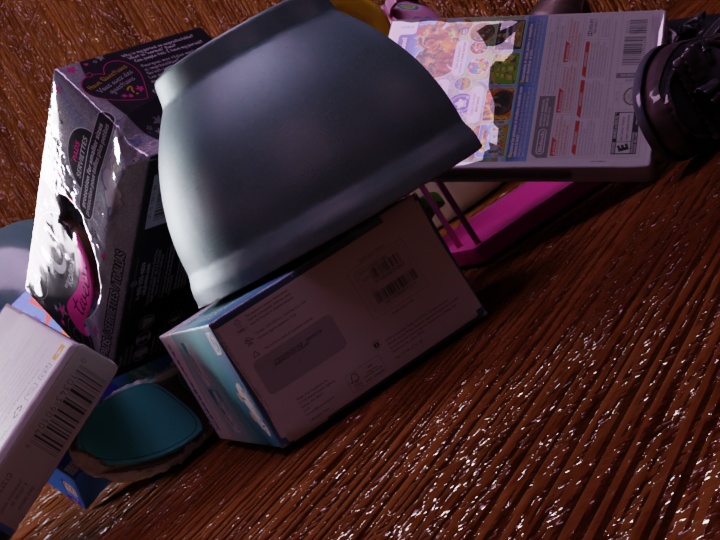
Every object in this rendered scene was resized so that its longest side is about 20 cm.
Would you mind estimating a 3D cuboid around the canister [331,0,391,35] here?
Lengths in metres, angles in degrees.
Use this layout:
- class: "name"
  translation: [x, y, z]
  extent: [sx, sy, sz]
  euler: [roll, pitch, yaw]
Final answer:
- class: "canister"
  translation: [-0.059, -0.132, 1.297]
  extent: [0.200, 0.086, 0.150]
  euler: [-21, 53, 60]

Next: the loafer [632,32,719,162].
- class: "loafer"
  translation: [0.233, -0.126, 1.036]
  extent: [0.063, 0.072, 0.200]
  euler: [-23, 6, 33]

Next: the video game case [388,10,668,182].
- class: "video game case"
  translation: [0.106, -0.120, 1.094]
  extent: [0.198, 0.018, 0.144]
  euler: [1, 54, 17]

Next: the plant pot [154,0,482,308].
- class: "plant pot"
  translation: [-0.043, -0.085, 0.971]
  extent: [0.199, 0.135, 0.200]
  euler: [-29, 4, 2]

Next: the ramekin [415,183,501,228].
- class: "ramekin"
  translation: [0.058, -0.095, 1.654]
  extent: [0.199, 0.098, 0.200]
  euler: [-31, 5, 3]

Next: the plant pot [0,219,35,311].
- class: "plant pot"
  translation: [-0.265, 0.053, 1.376]
  extent: [0.200, 0.161, 0.201]
  euler: [-39, -21, -18]

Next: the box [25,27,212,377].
- class: "box"
  translation: [-0.148, -0.048, 1.127]
  extent: [0.131, 0.115, 0.201]
  euler: [-23, -38, -38]

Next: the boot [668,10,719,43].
- class: "boot"
  translation: [0.306, -0.200, 1.243]
  extent: [0.200, 0.077, 0.168]
  euler: [-39, 10, -11]

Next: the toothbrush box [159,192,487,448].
- class: "toothbrush box"
  translation: [-0.030, 0.034, 0.985]
  extent: [0.146, 0.086, 0.200]
  euler: [-32, 3, -14]

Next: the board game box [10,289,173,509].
- class: "board game box"
  translation: [-0.203, 0.063, 1.221]
  extent: [0.200, 0.151, 0.045]
  euler: [-49, -28, -29]

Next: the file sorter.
- class: "file sorter"
  translation: [0.089, -0.090, 1.232]
  extent: [0.138, 0.126, 0.200]
  euler: [-33, 5, -12]

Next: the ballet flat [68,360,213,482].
- class: "ballet flat"
  translation: [-0.129, 0.104, 1.121]
  extent: [0.071, 0.072, 0.200]
  euler: [-27, 5, 43]

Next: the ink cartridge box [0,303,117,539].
- class: "ink cartridge box"
  translation: [-0.259, 0.125, 1.096]
  extent: [0.199, 0.043, 0.200]
  euler: [-59, 25, -8]

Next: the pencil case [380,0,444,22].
- class: "pencil case"
  translation: [0.010, -0.139, 1.369]
  extent: [0.201, 0.087, 0.087]
  euler: [-57, -8, 28]

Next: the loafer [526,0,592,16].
- class: "loafer"
  translation: [0.179, -0.161, 1.278]
  extent: [0.071, 0.073, 0.200]
  euler: [-61, -24, -9]

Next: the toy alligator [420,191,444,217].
- class: "toy alligator"
  translation: [-0.007, -0.001, 1.418]
  extent: [0.199, 0.059, 0.054]
  euler: [-34, -37, -3]
